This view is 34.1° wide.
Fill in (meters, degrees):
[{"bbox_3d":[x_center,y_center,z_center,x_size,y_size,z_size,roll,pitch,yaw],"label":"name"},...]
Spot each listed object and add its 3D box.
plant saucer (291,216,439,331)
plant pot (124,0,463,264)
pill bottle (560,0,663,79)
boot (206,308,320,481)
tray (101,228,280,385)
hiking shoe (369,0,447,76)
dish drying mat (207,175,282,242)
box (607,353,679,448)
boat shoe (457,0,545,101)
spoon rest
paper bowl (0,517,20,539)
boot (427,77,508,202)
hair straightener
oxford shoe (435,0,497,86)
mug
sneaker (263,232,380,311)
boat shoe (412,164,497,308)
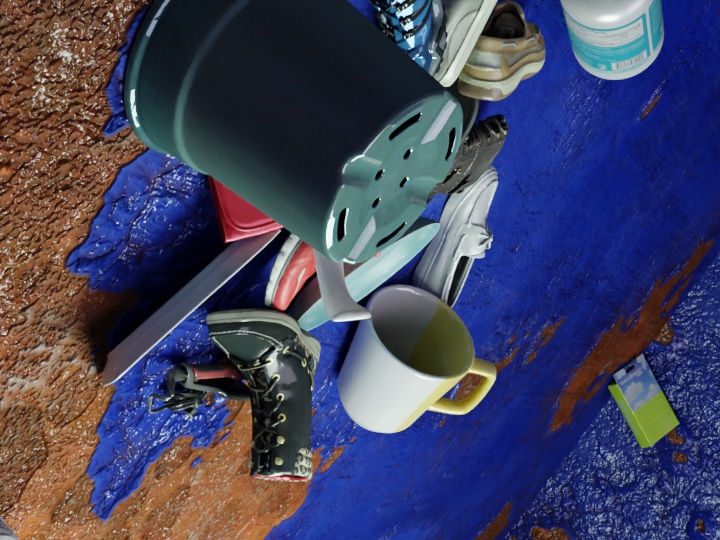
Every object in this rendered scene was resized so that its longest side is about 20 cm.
[{"bbox_3d":[0.000,0.000,1.279,0.199,0.028,0.200,-35,171,-6],"label":"plant saucer"},{"bbox_3d":[-0.041,-0.119,0.884,0.200,0.196,0.201,-39,155,-23],"label":"plant pot"},{"bbox_3d":[0.280,-0.303,1.310,0.111,0.111,0.200,-50,157,-2],"label":"pill bottle"},{"bbox_3d":[-0.095,0.128,1.191,0.203,0.073,0.156,38,50,-64],"label":"boot"},{"bbox_3d":[-0.159,0.028,1.060,0.200,0.022,0.107,-43,-175,-18],"label":"tray"},{"bbox_3d":[0.031,-0.236,1.019,0.086,0.074,0.202,-20,133,-38],"label":"hiking shoe"},{"bbox_3d":[-0.038,-0.087,1.046,0.198,0.018,0.078,-18,103,-22],"label":"dish drying mat"},{"bbox_3d":[0.705,0.327,2.939,0.121,0.202,0.048,-29,180,-30],"label":"box"},{"bbox_3d":[0.151,-0.235,1.188,0.200,0.071,0.077,-57,155,-60],"label":"boat shoe"},{"bbox_3d":[-0.021,-0.057,1.100,0.098,0.060,0.203,-3,97,-25],"label":"spoon rest"},{"bbox_3d":[-0.375,0.260,0.939,0.200,0.104,0.202,-41,155,-23],"label":"paper bowl"},{"bbox_3d":[0.109,-0.146,1.292,0.173,0.069,0.201,-26,157,-45],"label":"boot"},{"bbox_3d":[-0.160,0.130,1.218,0.077,0.041,0.200,-56,162,13],"label":"hair straightener"},{"bbox_3d":[0.098,-0.269,1.094,0.075,0.057,0.201,-97,-151,-62],"label":"oxford shoe"},{"bbox_3d":[0.058,0.135,1.474,0.149,0.186,0.154,-45,170,-52],"label":"mug"},{"bbox_3d":[-0.020,-0.033,1.161,0.201,0.085,0.077,-52,-179,3],"label":"sneaker"},{"bbox_3d":[0.131,-0.039,1.474,0.072,0.068,0.201,-12,135,-56],"label":"boat shoe"}]
